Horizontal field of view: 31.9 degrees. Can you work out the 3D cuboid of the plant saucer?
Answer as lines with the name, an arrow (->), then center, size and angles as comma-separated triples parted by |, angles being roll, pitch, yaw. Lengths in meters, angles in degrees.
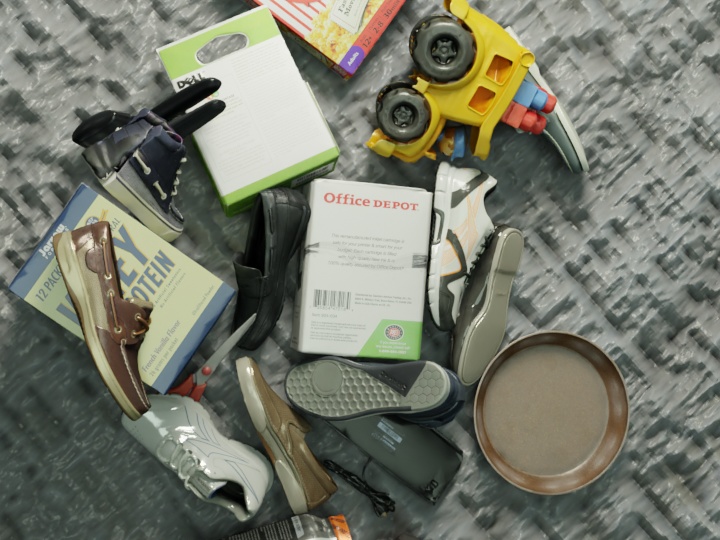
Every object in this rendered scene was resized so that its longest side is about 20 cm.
plant saucer -> 0.232, 0.174, 1.550 | 0.199, 0.034, 0.201 | 0, 89, -11

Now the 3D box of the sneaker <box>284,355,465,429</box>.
sneaker -> 0.024, 0.144, 1.480 | 0.201, 0.146, 0.077 | 0, 81, 20

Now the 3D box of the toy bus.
toy bus -> 0.124, -0.195, 1.468 | 0.191, 0.136, 0.200 | 29, 102, -8

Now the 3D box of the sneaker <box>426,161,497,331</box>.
sneaker -> 0.119, -0.027, 1.485 | 0.080, 0.074, 0.201 | 6, 90, 1

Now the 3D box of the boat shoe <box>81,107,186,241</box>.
boat shoe -> -0.221, -0.103, 1.393 | 0.093, 0.200, 0.075 | -39, 67, 1

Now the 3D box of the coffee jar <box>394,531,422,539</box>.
coffee jar -> 0.036, 0.414, 1.479 | 0.104, 0.085, 0.200 | 30, 82, 31

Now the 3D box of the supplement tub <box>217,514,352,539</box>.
supplement tub -> -0.102, 0.354, 1.444 | 0.199, 0.123, 0.123 | -16, 92, -7

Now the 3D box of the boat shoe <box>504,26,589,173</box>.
boat shoe -> 0.211, -0.198, 1.539 | 0.062, 0.073, 0.200 | -31, 95, 13

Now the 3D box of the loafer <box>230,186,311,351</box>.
loafer -> -0.119, -0.002, 1.451 | 0.070, 0.068, 0.201 | 6, 111, -36

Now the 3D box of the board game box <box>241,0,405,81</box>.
board game box -> -0.050, -0.348, 1.498 | 0.200, 0.046, 0.152 | 35, 84, -8

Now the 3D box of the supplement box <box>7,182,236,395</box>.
supplement box -> -0.259, 0.019, 1.382 | 0.200, 0.200, 0.135 | 35, 85, -8

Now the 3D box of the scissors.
scissors -> -0.190, 0.121, 1.449 | 0.073, 0.014, 0.201 | 23, 111, -11

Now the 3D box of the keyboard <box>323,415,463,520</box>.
keyboard -> 0.019, 0.215, 1.520 | 0.200, 0.021, 0.127 | 39, 77, -6

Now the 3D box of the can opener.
can opener -> -0.230, -0.160, 1.417 | 0.199, 0.079, 0.064 | -16, 83, 28

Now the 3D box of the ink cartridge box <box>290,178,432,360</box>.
ink cartridge box -> 0.000, 0.000, 1.485 | 0.145, 0.084, 0.201 | 5, 89, -10

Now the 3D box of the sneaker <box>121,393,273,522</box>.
sneaker -> -0.185, 0.211, 1.435 | 0.200, 0.087, 0.075 | 33, 112, -13

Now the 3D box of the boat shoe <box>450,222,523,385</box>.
boat shoe -> 0.144, 0.039, 1.532 | 0.067, 0.057, 0.201 | 17, 90, -45

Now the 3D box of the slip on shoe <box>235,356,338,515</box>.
slip on shoe -> -0.088, 0.187, 1.473 | 0.060, 0.076, 0.201 | -23, 96, -4

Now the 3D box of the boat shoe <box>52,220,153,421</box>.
boat shoe -> -0.239, 0.048, 1.250 | 0.072, 0.072, 0.201 | -21, 88, -6

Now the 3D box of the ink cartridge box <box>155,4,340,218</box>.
ink cartridge box -> -0.131, -0.186, 1.471 | 0.147, 0.076, 0.201 | -24, 84, -9
